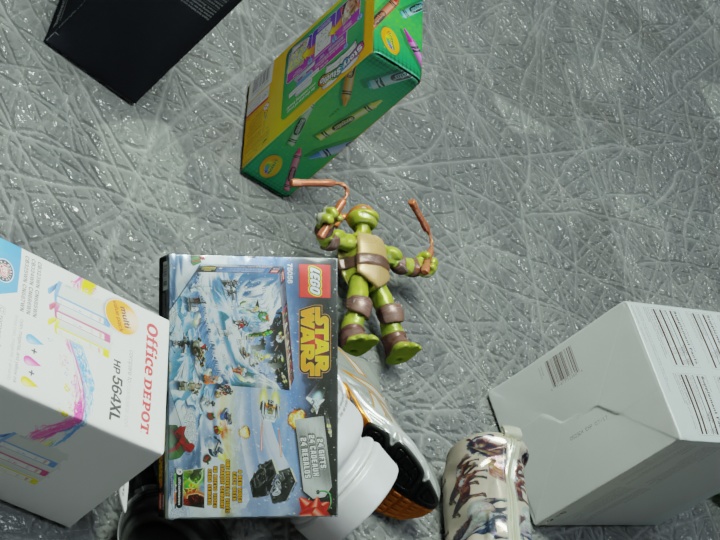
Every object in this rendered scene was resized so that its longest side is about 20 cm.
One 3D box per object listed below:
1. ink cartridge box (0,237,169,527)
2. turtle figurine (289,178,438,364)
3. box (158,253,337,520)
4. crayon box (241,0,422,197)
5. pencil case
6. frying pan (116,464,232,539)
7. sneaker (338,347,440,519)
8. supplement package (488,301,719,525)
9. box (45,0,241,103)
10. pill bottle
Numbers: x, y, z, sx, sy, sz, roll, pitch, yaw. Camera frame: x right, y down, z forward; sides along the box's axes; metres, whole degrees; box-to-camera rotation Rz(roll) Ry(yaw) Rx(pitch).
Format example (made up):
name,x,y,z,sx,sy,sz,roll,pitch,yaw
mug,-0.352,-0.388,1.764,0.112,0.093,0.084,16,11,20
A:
name,x,y,z,sx,sy,sz,roll,pitch,yaw
ink cartridge box,-0.235,0.084,1.460,0.199,0.125,0.129,27,43,-31
turtle figurine,0.000,0.000,1.841,0.199,0.064,0.162,23,53,-47
box,-0.086,0.089,1.536,0.136,0.040,0.202,2,85,-18
crayon box,-0.027,-0.172,1.836,0.058,0.200,0.119,29,42,-27
pencil case,0.117,0.234,1.756,0.078,0.089,0.201,31,41,-31
frying pan,-0.164,0.191,1.529,0.190,0.031,0.115,51,36,3
sneaker,0.005,0.124,1.740,0.200,0.076,0.092,49,32,-7
supplement package,0.271,0.141,1.915,0.199,0.191,0.148,7,56,-45
box,-0.171,-0.287,1.787,0.104,0.182,0.201,35,40,-23
pill bottle,-0.070,0.123,1.620,0.200,0.113,0.114,46,37,-10
